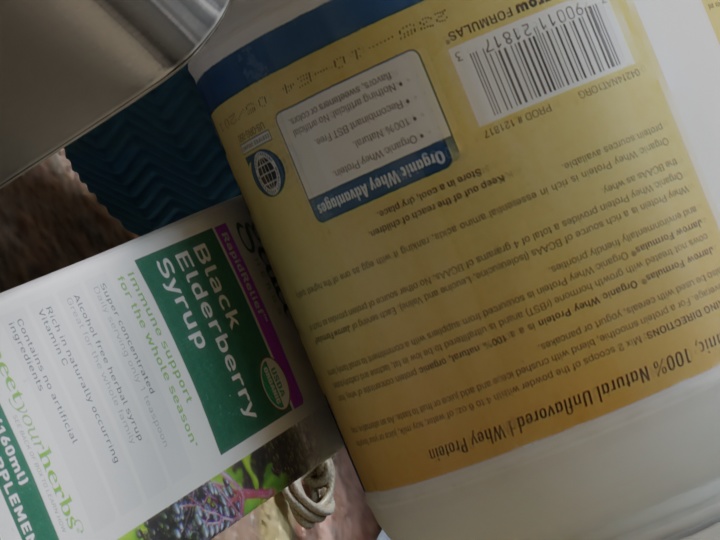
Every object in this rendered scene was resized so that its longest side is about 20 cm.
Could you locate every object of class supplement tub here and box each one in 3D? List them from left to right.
[{"bbox_3d":[0.049,-0.007,0.644,0.145,0.144,0.201,-21,89,-65],"label":"supplement tub"}]

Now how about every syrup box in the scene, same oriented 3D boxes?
[{"bbox_3d":[-0.079,0.042,0.610,0.079,0.081,0.200,67,26,-2],"label":"syrup box"}]

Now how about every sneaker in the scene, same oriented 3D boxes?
[{"bbox_3d":[-0.060,-0.089,0.718,0.081,0.076,0.201,-62,145,-42],"label":"sneaker"}]

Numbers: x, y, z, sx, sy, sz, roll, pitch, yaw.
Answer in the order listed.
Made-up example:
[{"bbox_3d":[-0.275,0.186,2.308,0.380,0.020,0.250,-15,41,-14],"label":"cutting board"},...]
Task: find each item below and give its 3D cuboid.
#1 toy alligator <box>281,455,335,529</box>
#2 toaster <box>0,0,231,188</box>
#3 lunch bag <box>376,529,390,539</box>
[{"bbox_3d":[0.000,0.000,0.834,0.059,0.054,0.201,42,33,-38],"label":"toy alligator"},{"bbox_3d":[-0.115,-0.108,0.541,0.119,0.199,0.181,42,32,-31],"label":"toaster"},{"bbox_3d":[0.100,0.118,0.844,0.170,0.127,0.200,62,14,-7],"label":"lunch bag"}]
